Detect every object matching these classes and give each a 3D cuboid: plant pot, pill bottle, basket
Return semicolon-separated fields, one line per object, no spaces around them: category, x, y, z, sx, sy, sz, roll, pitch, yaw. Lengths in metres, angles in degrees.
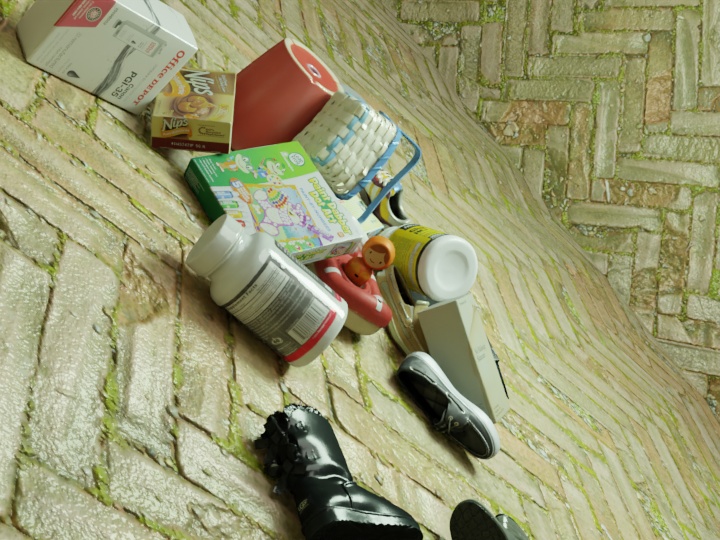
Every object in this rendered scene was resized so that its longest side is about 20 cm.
plant pot;-0.136;-0.286;1.741;0.200;0.177;0.201;40;22;-20
pill bottle;0.105;-0.019;1.750;0.112;0.113;0.200;36;-7;-30
pill bottle;-0.121;0.023;1.293;0.200;0.111;0.111;42;21;-17
basket;-0.002;-0.192;1.697;0.200;0.176;0.139;46;-5;-37

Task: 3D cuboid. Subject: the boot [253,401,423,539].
boot;-0.024;0.241;1.154;0.198;0.073;0.163;26;26;-45

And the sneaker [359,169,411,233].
sneaker;0.033;-0.169;1.902;0.075;0.090;0.201;-38;109;-43

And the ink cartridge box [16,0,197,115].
ink cartridge box;-0.349;-0.324;1.414;0.199;0.146;0.083;23;32;-49

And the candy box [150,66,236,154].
candy box;-0.249;-0.246;1.534;0.114;0.056;0.200;5;31;-8

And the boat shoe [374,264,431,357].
boat shoe;0.083;0.078;1.664;0.201;0.076;0.072;56;21;20

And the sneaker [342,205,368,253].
sneaker;-0.071;-0.082;1.663;0.200;0.085;0.073;46;-21;-4

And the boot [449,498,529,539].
boot;0.187;0.368;1.375;0.200;0.068;0.131;52;14;-11

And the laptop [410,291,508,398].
laptop;0.172;0.132;1.848;0.199;0.116;0.188;0;43;-26

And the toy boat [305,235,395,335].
toy boat;0.000;0.000;1.556;0.130;0.131;0.201;32;25;-36

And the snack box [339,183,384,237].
snack box;-0.034;-0.101;1.812;0.116;0.037;0.200;52;20;5

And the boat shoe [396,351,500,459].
boat shoe;0.128;0.212;1.532;0.200;0.070;0.066;52;37;4

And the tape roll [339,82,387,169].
tape roll;-0.032;-0.268;2.008;0.200;0.066;0.201;33;42;-36

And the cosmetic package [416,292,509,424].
cosmetic package;0.165;0.145;1.615;0.103;0.073;0.201;-19;92;-68

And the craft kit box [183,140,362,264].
craft kit box;-0.126;-0.093;1.483;0.197;0.049;0.201;-14;61;-42
